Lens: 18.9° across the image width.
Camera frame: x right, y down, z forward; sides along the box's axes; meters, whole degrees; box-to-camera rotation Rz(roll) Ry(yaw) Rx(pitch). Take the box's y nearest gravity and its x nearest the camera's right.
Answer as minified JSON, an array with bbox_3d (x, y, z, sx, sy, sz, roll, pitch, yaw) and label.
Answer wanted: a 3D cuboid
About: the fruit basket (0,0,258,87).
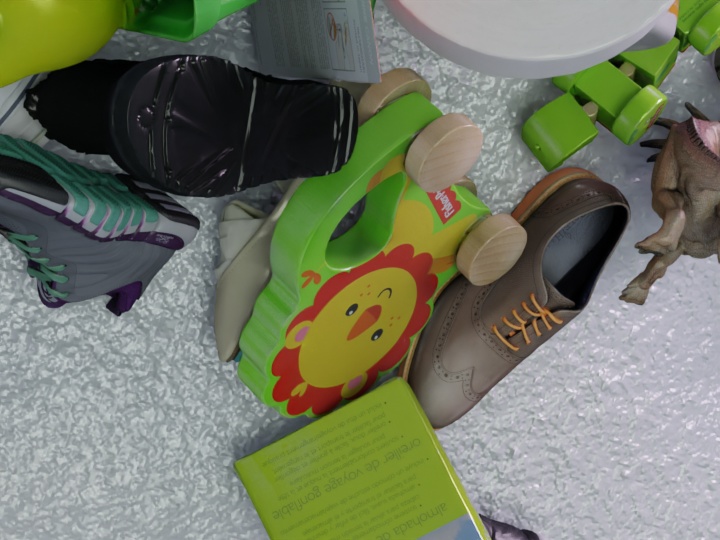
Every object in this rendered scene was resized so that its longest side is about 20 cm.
[{"bbox_3d":[-0.150,-0.185,1.161,0.215,0.216,0.156,-10,106,-16],"label":"fruit basket"}]

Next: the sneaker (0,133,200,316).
[{"bbox_3d":[-0.173,-0.016,1.227,0.200,0.074,0.088,18,107,-55],"label":"sneaker"}]

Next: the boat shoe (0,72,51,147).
[{"bbox_3d":[-0.232,-0.043,1.239,0.067,0.074,0.200,39,89,-22],"label":"boat shoe"}]

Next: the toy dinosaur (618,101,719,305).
[{"bbox_3d":[0.212,-0.057,1.333,0.086,0.200,0.136,7,73,8],"label":"toy dinosaur"}]

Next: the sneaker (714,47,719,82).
[{"bbox_3d":[0.289,-0.088,1.339,0.079,0.200,0.075,33,117,-33],"label":"sneaker"}]

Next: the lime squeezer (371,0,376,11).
[{"bbox_3d":[0.009,-0.253,1.293,0.071,0.038,0.200,-9,110,18],"label":"lime squeezer"}]

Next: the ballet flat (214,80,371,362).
[{"bbox_3d":[-0.047,-0.040,1.313,0.069,0.069,0.200,35,89,-22],"label":"ballet flat"}]

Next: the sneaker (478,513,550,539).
[{"bbox_3d":[0.033,0.234,1.400,0.114,0.075,0.200,35,90,-17],"label":"sneaker"}]

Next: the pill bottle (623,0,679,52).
[{"bbox_3d":[0.140,-0.237,1.282,0.112,0.112,0.200,7,86,-20],"label":"pill bottle"}]

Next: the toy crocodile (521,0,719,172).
[{"bbox_3d":[0.182,-0.140,1.359,0.068,0.062,0.200,40,83,13],"label":"toy crocodile"}]

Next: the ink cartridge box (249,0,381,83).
[{"bbox_3d":[-0.018,-0.186,1.195,0.057,0.200,0.163,-13,101,-24],"label":"ink cartridge box"}]

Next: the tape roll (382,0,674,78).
[{"bbox_3d":[0.096,-0.208,1.189,0.202,0.071,0.203,0,86,1],"label":"tape roll"}]

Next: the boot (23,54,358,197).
[{"bbox_3d":[-0.115,-0.086,1.177,0.198,0.162,0.073,-4,102,-54],"label":"boot"}]

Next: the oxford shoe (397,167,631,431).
[{"bbox_3d":[0.095,0.022,1.362,0.071,0.073,0.200,36,91,-22],"label":"oxford shoe"}]

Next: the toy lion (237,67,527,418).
[{"bbox_3d":[0.000,0.000,1.289,0.192,0.069,0.200,-42,150,-7],"label":"toy lion"}]

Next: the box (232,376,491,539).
[{"bbox_3d":[0.019,0.181,1.326,0.122,0.048,0.200,-28,77,5],"label":"box"}]
